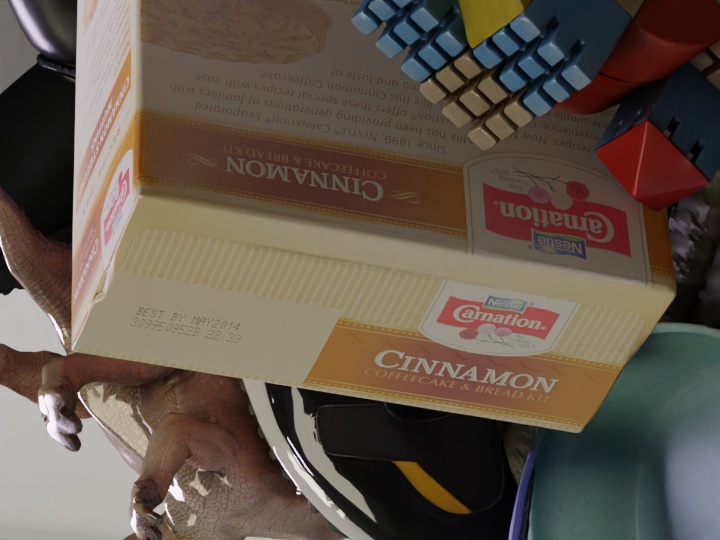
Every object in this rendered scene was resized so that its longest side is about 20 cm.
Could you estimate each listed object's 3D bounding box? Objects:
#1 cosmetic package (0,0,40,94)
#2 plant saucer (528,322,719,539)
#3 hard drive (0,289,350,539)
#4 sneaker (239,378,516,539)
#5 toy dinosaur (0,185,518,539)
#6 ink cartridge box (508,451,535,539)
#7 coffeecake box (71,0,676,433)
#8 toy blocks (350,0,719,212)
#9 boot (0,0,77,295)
[{"bbox_3d":[-0.160,-0.135,1.135,0.201,0.112,0.081,66,163,1],"label":"cosmetic package"},{"bbox_3d":[0.133,0.107,0.954,0.200,0.036,0.201,29,130,41],"label":"plant saucer"},{"bbox_3d":[-0.073,0.043,1.127,0.199,0.027,0.133,4,104,30],"label":"hard drive"},{"bbox_3d":[0.000,0.000,0.969,0.201,0.070,0.090,63,145,17],"label":"sneaker"},{"bbox_3d":[-0.053,0.041,1.023,0.200,0.135,0.086,50,146,-1],"label":"toy dinosaur"},{"bbox_3d":[0.059,0.169,0.938,0.042,0.119,0.201,2,102,7],"label":"ink cartridge box"},{"bbox_3d":[-0.001,-0.064,0.866,0.073,0.153,0.201,119,155,-48],"label":"coffeecake box"},{"bbox_3d":[0.053,-0.095,0.799,0.200,0.137,0.100,42,145,-12],"label":"toy blocks"},{"bbox_3d":[-0.110,-0.088,1.045,0.073,0.197,0.163,-130,18,-69],"label":"boot"}]
